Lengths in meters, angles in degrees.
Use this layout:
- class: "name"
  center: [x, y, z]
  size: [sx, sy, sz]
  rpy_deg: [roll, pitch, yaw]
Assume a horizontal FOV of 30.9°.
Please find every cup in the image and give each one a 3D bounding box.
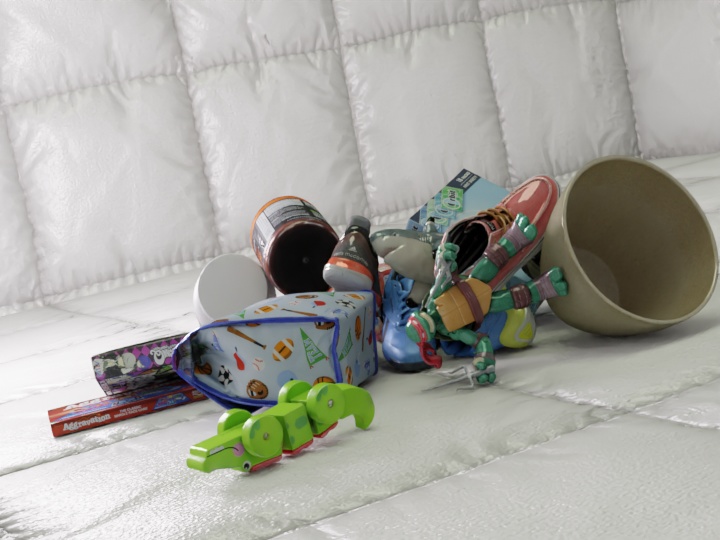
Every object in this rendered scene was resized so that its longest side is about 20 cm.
- class: "cup"
  center: [0.281, -0.006, 1.470]
  size: [0.198, 0.203, 0.143]
  rpy_deg: [-15, -19, -29]

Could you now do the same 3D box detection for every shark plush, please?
- class: "shark plush"
  center: [0.103, -0.040, 1.562]
  size: [0.198, 0.083, 0.092]
  rpy_deg: [-27, -29, -35]

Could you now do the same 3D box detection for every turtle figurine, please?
- class: "turtle figurine"
  center: [0.115, 0.032, 1.383]
  size: [0.198, 0.151, 0.100]
  rpy_deg: [-32, 16, -16]

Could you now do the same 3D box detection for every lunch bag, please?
- class: "lunch bag"
  center: [-0.094, 0.091, 1.465]
  size: [0.196, 0.126, 0.170]
  rpy_deg: [0, 7, 14]

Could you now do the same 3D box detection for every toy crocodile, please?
- class: "toy crocodile"
  center: [-0.073, 0.150, 1.227]
  size: [0.198, 0.063, 0.067]
  rpy_deg: [-22, 12, -37]

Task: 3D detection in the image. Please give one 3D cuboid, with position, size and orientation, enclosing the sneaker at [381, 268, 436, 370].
- class: "sneaker"
  center: [0.056, 0.048, 1.578]
  size: [0.065, 0.080, 0.201]
  rpy_deg: [-3, 27, 0]

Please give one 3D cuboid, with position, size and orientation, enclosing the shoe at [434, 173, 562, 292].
- class: "shoe"
  center: [0.159, -0.043, 1.486]
  size: [0.071, 0.201, 0.091]
  rpy_deg: [34, -11, 28]

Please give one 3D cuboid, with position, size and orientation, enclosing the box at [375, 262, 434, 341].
- class: "box"
  center: [0.107, 0.025, 1.775]
  size: [0.197, 0.104, 0.094]
  rpy_deg: [-14, 7, -19]

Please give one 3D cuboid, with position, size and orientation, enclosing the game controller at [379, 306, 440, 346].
- class: "game controller"
  center: [0.124, 0.051, 1.677]
  size: [0.197, 0.043, 0.105]
  rpy_deg: [-13, 41, -16]

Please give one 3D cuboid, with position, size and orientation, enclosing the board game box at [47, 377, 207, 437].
- class: "board game box"
  center: [-0.290, 0.166, 1.625]
  size: [0.197, 0.020, 0.103]
  rpy_deg: [-13, 5, -15]

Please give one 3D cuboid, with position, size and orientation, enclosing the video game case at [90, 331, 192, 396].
- class: "video game case"
  center: [-0.247, 0.118, 1.669]
  size: [0.178, 0.036, 0.200]
  rpy_deg: [-13, -10, -10]

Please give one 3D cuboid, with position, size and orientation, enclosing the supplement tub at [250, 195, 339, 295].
- class: "supplement tub"
  center: [-0.089, -0.037, 1.726]
  size: [0.105, 0.109, 0.200]
  rpy_deg: [-12, 17, -9]

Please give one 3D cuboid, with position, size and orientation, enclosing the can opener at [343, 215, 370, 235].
- class: "can opener"
  center: [-0.045, 0.017, 1.782]
  size: [0.066, 0.203, 0.053]
  rpy_deg: [18, -16, 4]

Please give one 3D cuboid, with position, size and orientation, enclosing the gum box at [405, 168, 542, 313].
- class: "gum box"
  center: [0.180, -0.043, 1.716]
  size: [0.198, 0.045, 0.170]
  rpy_deg: [29, 39, 16]

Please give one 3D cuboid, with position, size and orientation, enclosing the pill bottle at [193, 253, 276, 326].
- class: "pill bottle"
  center: [-0.171, 0.047, 1.789]
  size: [0.114, 0.118, 0.200]
  rpy_deg: [-12, -12, -6]

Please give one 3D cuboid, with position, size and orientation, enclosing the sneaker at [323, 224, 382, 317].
- class: "sneaker"
  center: [0.000, 0.000, 1.594]
  size: [0.076, 0.083, 0.200]
  rpy_deg: [16, -15, 3]

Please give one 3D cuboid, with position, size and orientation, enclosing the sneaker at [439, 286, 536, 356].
- class: "sneaker"
  center: [0.125, 0.047, 1.568]
  size: [0.104, 0.077, 0.200]
  rpy_deg: [-19, 21, -16]

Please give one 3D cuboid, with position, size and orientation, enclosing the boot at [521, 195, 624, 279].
- class: "boot"
  center: [0.307, -0.037, 1.608]
  size: [0.201, 0.074, 0.154]
  rpy_deg: [14, -48, -34]
